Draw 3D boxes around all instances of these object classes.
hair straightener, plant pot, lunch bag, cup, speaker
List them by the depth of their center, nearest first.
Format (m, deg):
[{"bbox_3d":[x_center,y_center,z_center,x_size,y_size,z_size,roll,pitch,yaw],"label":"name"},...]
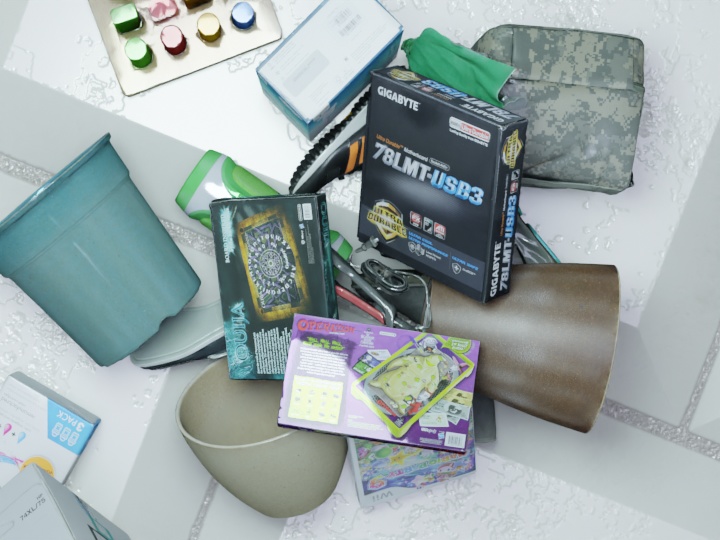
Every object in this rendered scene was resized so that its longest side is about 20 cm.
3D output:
[{"bbox_3d":[0.000,0.000,1.656,0.199,0.041,0.077,34,98,22],"label":"hair straightener"},{"bbox_3d":[0.166,0.070,1.690,0.198,0.187,0.189,10,91,-1],"label":"plant pot"},{"bbox_3d":[-0.292,-0.013,1.694,0.200,0.200,0.197,-39,102,-2],"label":"plant pot"},{"bbox_3d":[0.212,-0.173,1.717,0.198,0.139,0.169,5,77,-14],"label":"lunch bag"},{"bbox_3d":[-0.092,0.189,1.718,0.199,0.201,0.144,-18,120,-3],"label":"cup"},{"bbox_3d":[-0.110,-0.052,1.746,0.199,0.088,0.089,35,89,-4],"label":"speaker"}]

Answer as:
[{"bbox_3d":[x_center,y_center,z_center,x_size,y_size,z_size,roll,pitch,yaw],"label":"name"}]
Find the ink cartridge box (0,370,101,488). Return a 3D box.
[{"bbox_3d":[-0.396,0.231,1.745,0.115,0.068,0.201,30,90,-3],"label":"ink cartridge box"}]

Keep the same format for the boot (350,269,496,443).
[{"bbox_3d":[0.074,0.101,1.776,0.180,0.073,0.202,3,97,-4],"label":"boot"}]

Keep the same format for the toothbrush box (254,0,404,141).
[{"bbox_3d":[-0.033,-0.229,1.689,0.146,0.200,0.085,-45,89,0],"label":"toothbrush box"}]

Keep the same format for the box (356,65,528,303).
[{"bbox_3d":[0.083,-0.094,1.626,0.049,0.199,0.200,-20,126,-39],"label":"box"}]

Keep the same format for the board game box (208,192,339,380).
[{"bbox_3d":[-0.091,0.019,1.664,0.134,0.028,0.202,-1,100,25],"label":"board game box"}]

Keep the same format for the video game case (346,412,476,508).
[{"bbox_3d":[0.057,0.189,1.702,0.142,0.201,0.018,-17,53,-6],"label":"video game case"}]

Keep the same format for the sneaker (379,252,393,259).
[{"bbox_3d":[0.062,-0.100,1.740,0.077,0.070,0.202,-1,113,-7],"label":"sneaker"}]

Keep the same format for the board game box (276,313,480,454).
[{"bbox_3d":[0.019,0.118,1.600,0.198,0.032,0.121,9,78,2],"label":"board game box"}]

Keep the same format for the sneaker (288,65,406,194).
[{"bbox_3d":[0.007,-0.137,1.760,0.090,0.070,0.200,43,92,-13],"label":"sneaker"}]

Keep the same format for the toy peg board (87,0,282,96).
[{"bbox_3d":[-0.212,-0.326,1.728,0.198,0.098,0.202,-21,93,-3],"label":"toy peg board"}]

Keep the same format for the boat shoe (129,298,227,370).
[{"bbox_3d":[-0.167,0.072,1.755,0.199,0.076,0.060,-21,137,13],"label":"boat shoe"}]

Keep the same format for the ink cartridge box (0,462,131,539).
[{"bbox_3d":[-0.331,0.340,1.666,0.146,0.200,0.146,-40,49,-1],"label":"ink cartridge box"}]

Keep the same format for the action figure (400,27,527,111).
[{"bbox_3d":[0.102,-0.206,1.659,0.054,0.200,0.119,1,121,-37],"label":"action figure"}]

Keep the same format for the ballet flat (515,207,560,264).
[{"bbox_3d":[0.171,-0.048,1.775,0.063,0.067,0.201,-33,93,5],"label":"ballet flat"}]
